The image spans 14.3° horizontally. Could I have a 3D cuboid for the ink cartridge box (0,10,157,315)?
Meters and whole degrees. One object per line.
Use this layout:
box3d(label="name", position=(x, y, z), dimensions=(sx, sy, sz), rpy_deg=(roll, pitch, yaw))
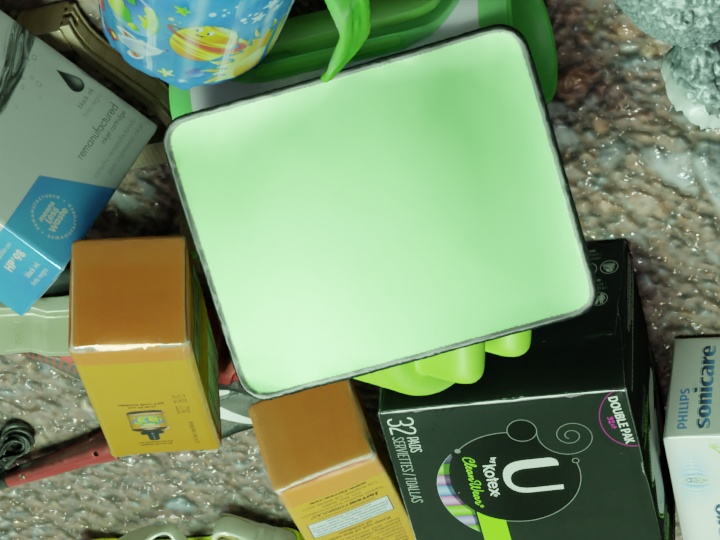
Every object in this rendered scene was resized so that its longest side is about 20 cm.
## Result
box3d(label="ink cartridge box", position=(-0.226, -0.085, 1.556), dimensions=(0.200, 0.116, 0.067), rpy_deg=(36, 145, -8))

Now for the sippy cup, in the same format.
box3d(label="sippy cup", position=(-0.082, -0.167, 1.473), dimensions=(0.139, 0.178, 0.131), rpy_deg=(-12, 150, -16))

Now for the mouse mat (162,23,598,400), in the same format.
box3d(label="mouse mat", position=(0.011, -0.028, 1.496), dimensions=(0.199, 0.008, 0.162), rpy_deg=(-15, 103, 9))

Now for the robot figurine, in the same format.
box3d(label="robot figurine", position=(0.000, 0.000, 1.593), dimensions=(0.199, 0.175, 0.116), rpy_deg=(17, 122, 38))

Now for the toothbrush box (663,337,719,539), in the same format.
box3d(label="toothbrush box", position=(0.289, 0.115, 1.705), dimensions=(0.199, 0.086, 0.146), rpy_deg=(-1, 134, 14))

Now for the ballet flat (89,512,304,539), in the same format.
box3d(label="ballet flat", position=(-0.100, 0.193, 1.879), dimensions=(0.199, 0.067, 0.067), rpy_deg=(-8, 119, 20))

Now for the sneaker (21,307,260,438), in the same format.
box3d(label="sneaker", position=(-0.118, 0.058, 1.738), dimensions=(0.199, 0.071, 0.098), rpy_deg=(7, 133, 2))

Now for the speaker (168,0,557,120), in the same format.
box3d(label="speaker", position=(0.001, -0.104, 1.543), dimensions=(0.199, 0.089, 0.089), rpy_deg=(-11, 131, 22))

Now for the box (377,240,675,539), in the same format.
box3d(label="box", position=(0.103, 0.102, 1.696), dimensions=(0.148, 0.125, 0.201), rpy_deg=(-6, 132, 12))

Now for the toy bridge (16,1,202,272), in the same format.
box3d(label="toy bridge", position=(-0.127, -0.071, 1.642), dimensions=(0.067, 0.027, 0.200), rpy_deg=(-10, 131, 20))

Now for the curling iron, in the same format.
box3d(label="curling iron", position=(-0.165, 0.107, 1.828), dimensions=(0.199, 0.026, 0.050), rpy_deg=(-11, 134, 21))

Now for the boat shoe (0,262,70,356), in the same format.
box3d(label="boat shoe", position=(-0.223, 0.007, 1.656), dimensions=(0.198, 0.066, 0.075), rpy_deg=(-1, 147, -9))

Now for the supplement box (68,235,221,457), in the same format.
box3d(label="supplement box", position=(-0.117, 0.046, 1.586), dimensions=(0.066, 0.069, 0.200), rpy_deg=(-3, 158, 1))

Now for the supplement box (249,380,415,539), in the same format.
box3d(label="supplement box", position=(-0.007, 0.141, 1.748), dimensions=(0.069, 0.067, 0.200), rpy_deg=(-23, 147, 3))

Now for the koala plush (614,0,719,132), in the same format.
box3d(label="koala plush", position=(0.164, -0.183, 1.349), dimensions=(0.183, 0.201, 0.178), rpy_deg=(2, 135, 9))
